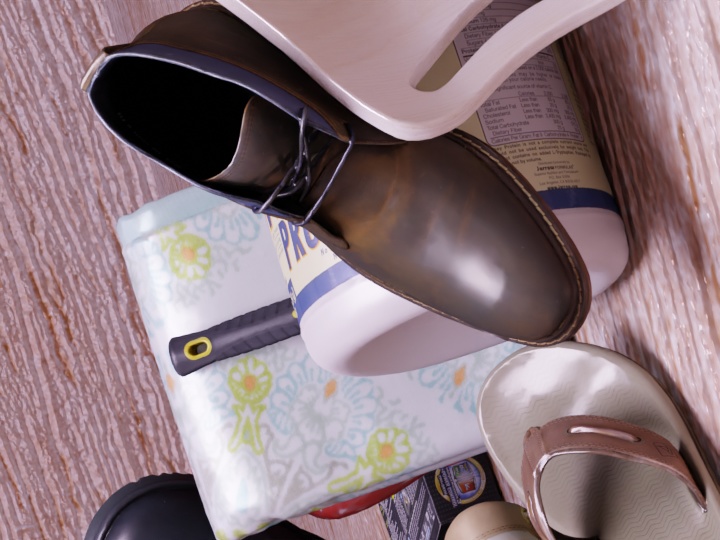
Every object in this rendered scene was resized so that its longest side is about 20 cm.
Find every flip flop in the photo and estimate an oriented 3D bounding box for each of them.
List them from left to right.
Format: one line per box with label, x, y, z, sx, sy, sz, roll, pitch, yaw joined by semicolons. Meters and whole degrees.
flip flop;0.102;0.095;0.842;0.057;0.081;0.201;25;-157;-38

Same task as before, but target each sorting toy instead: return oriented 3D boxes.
sorting toy;0.019;-0.142;0.770;0.181;0.199;0.107;55;-179;29

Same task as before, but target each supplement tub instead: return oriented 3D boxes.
supplement tub;0.019;-0.070;0.895;0.145;0.144;0.202;108;145;-73

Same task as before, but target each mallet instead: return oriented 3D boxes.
mallet;0.000;0.000;0.987;0.041;0.198;0.067;10;-111;-78

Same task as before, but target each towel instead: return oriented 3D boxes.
towel;-0.005;0.021;1.028;0.048;0.198;0.173;58;-167;-79

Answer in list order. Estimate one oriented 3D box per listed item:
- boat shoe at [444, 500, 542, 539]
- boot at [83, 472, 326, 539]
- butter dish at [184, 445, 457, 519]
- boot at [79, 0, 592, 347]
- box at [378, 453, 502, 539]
boat shoe;0.083;0.147;0.997;0.200;0.074;0.067;56;-171;-73
boot;-0.025;0.178;1.064;0.168;0.199;0.077;26;91;54
butter dish;0.010;0.053;1.130;0.147;0.199;0.201;35;148;37
boot;-0.012;-0.028;0.763;0.199;0.097;0.075;35;116;16
box;0.038;0.120;1.374;0.200;0.044;0.161;96;157;-64
